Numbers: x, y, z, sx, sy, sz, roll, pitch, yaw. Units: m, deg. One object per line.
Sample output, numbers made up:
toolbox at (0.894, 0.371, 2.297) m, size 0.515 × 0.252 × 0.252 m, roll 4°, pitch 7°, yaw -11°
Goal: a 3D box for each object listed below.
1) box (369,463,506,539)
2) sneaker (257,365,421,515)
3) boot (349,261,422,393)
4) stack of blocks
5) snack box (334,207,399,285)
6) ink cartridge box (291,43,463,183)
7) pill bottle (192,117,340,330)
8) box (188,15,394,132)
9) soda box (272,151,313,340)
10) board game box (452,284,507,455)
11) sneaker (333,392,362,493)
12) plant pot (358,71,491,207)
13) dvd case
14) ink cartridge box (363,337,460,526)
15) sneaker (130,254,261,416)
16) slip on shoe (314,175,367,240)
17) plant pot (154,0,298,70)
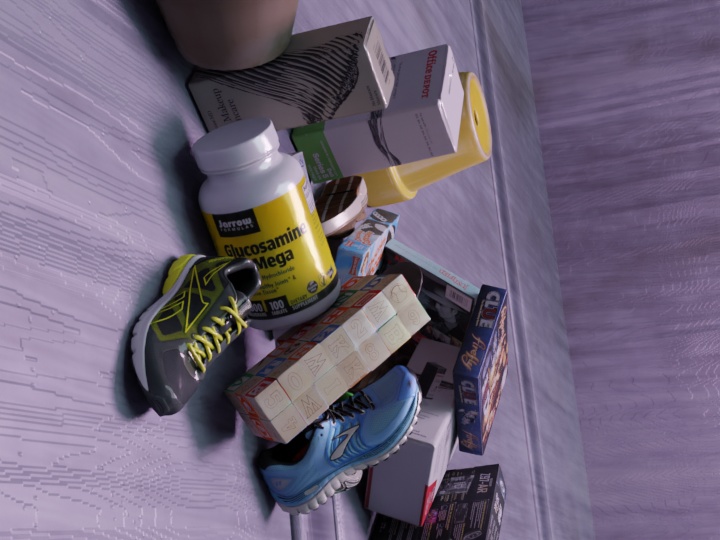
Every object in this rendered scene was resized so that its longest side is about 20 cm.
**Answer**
box at (0.098, 0.332, 1.582) m, size 0.200 × 0.160 × 0.044 m, roll -66°, pitch 142°, yaw -61°
sneaker at (-0.022, 0.167, 1.287) m, size 0.090 × 0.200 × 0.078 m, roll 54°, pitch -7°, yaw -29°
boot at (0.048, 0.085, 1.611) m, size 0.187 × 0.064 × 0.200 m, roll -58°, pitch 158°, yaw 3°
stack of blocks at (-0.039, 0.086, 1.250) m, size 0.200 × 0.115 × 0.059 m, roll -39°, pitch 105°, yaw -22°
snack box at (0.000, 0.000, 1.584) m, size 0.200 × 0.037 × 0.117 m, roll -49°, pitch 155°, yaw -67°
ink cartridge box at (0.026, -0.203, 1.586) m, size 0.146 × 0.199 × 0.084 m, roll -79°, pitch 152°, yaw -48°
pill bottle at (-0.100, -0.049, 1.261) m, size 0.113 × 0.112 × 0.201 m, roll -67°, pitch 142°, yaw -60°
box at (-0.071, -0.199, 1.286) m, size 0.068 × 0.199 × 0.082 m, roll -77°, pitch 150°, yaw -51°
soda box at (-0.081, -0.027, 1.376) m, size 0.063 × 0.068 × 0.201 m, roll -43°, pitch 121°, yaw -71°
board game box at (0.156, 0.131, 1.575) m, size 0.200 × 0.034 × 0.136 m, roll 80°, pitch 27°, yaw -54°
sneaker at (-0.037, 0.181, 1.371) m, size 0.078 × 0.085 × 0.200 m, roll -83°, pitch 156°, yaw -43°
plant pot at (0.086, -0.206, 1.792) m, size 0.201 × 0.188 × 0.202 m, roll -10°, pitch 90°, yaw -73°
dvd case at (0.090, 0.059, 1.651) m, size 0.022 × 0.146 × 0.200 m, roll -46°, pitch 155°, yaw -30°
ink cartridge box at (0.080, 0.206, 1.596) m, size 0.200 × 0.083 × 0.145 m, roll -56°, pitch 158°, yaw -51°
sneaker at (-0.146, 0.047, 1.112) m, size 0.200 × 0.084 × 0.075 m, roll -79°, pitch 152°, yaw -48°
slip on shoe at (-0.030, -0.067, 1.559) m, size 0.200 × 0.076 × 0.061 m, roll -68°, pitch 149°, yaw -70°
plant pot at (-0.135, -0.301, 1.215) m, size 0.200 × 0.199 × 0.174 m, roll -77°, pitch 168°, yaw -51°
